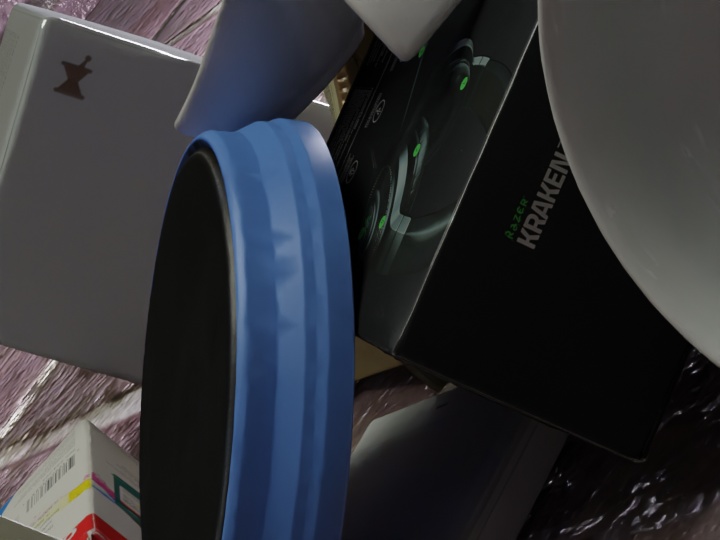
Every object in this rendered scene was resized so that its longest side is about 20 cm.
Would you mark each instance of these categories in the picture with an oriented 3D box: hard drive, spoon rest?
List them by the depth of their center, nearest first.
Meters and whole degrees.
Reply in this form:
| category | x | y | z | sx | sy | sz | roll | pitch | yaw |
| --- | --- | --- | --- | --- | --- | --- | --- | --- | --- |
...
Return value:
| category | x | y | z | sx | sy | sz | roll | pitch | yaw |
| --- | --- | --- | --- | --- | --- | --- | --- | --- | --- |
| spoon rest | -0.022 | -0.094 | 0.752 | 0.100 | 0.061 | 0.200 | -50 | 12 | -15 |
| hard drive | 0.000 | 0.125 | 0.767 | 0.132 | 0.026 | 0.201 | -27 | 26 | 53 |

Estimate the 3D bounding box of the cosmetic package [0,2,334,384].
| category | x | y | z | sx | sy | sz | roll | pitch | yaw |
| --- | --- | --- | --- | --- | --- | --- | --- | --- | --- |
| cosmetic package | -0.127 | -0.041 | 1.150 | 0.200 | 0.166 | 0.168 | -147 | 74 | -74 |

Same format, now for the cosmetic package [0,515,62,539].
| category | x | y | z | sx | sy | sz | roll | pitch | yaw |
| --- | --- | --- | --- | --- | --- | --- | --- | --- | --- |
| cosmetic package | -0.157 | 0.201 | 0.780 | 0.104 | 0.087 | 0.201 | 121 | 170 | -60 |

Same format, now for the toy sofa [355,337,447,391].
| category | x | y | z | sx | sy | sz | roll | pitch | yaw |
| --- | --- | --- | --- | --- | --- | --- | --- | --- | --- |
| toy sofa | 0.000 | 0.000 | 0.918 | 0.098 | 0.083 | 0.200 | -51 | 9 | -18 |

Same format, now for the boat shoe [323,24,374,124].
| category | x | y | z | sx | sy | sz | roll | pitch | yaw |
| --- | --- | --- | --- | --- | --- | --- | --- | --- | --- |
| boat shoe | 0.009 | -0.110 | 1.059 | 0.071 | 0.202 | 0.065 | -7 | -7 | -7 |

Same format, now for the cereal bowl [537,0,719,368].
| category | x | y | z | sx | sy | sz | roll | pitch | yaw |
| --- | --- | --- | --- | --- | --- | --- | --- | --- | --- |
| cereal bowl | 0.146 | -0.059 | 0.543 | 0.083 | 0.201 | 0.200 | -31 | 2 | -41 |

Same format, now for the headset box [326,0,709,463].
| category | x | y | z | sx | sy | sz | roll | pitch | yaw |
| --- | --- | --- | --- | --- | --- | --- | --- | --- | --- |
| headset box | 0.060 | -0.045 | 0.711 | 0.175 | 0.092 | 0.200 | -67 | 15 | -1 |

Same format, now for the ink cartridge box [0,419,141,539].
| category | x | y | z | sx | sy | sz | roll | pitch | yaw |
| --- | --- | --- | --- | --- | --- | --- | --- | --- | --- |
| ink cartridge box | -0.140 | 0.159 | 0.979 | 0.116 | 0.067 | 0.200 | -47 | 16 | 5 |

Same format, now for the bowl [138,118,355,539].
| category | x | y | z | sx | sy | sz | roll | pitch | yaw |
| --- | --- | --- | --- | --- | --- | --- | --- | --- | --- |
| bowl | -0.045 | 0.047 | 0.742 | 0.200 | 0.039 | 0.203 | -177 | 90 | -76 |
